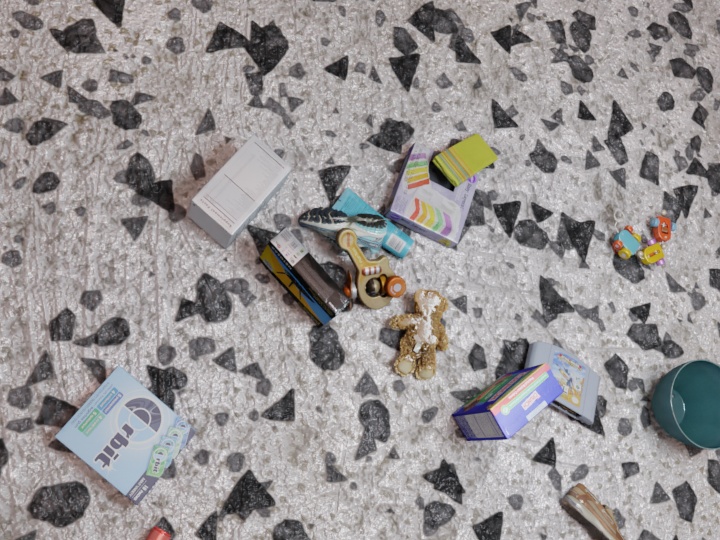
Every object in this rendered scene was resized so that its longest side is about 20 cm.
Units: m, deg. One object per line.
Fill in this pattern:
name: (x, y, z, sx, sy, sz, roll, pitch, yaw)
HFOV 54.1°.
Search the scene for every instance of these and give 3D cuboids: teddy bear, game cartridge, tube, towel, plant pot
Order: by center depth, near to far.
teddy bear: (0.133, 0.143, 1.563, 0.143, 0.067, 0.204, -4, 84, -8)
tube: (0.028, -0.102, 1.595, 0.199, 0.050, 0.078, 36, 70, -1)
game cartridge: (0.468, 0.253, 1.630, 0.198, 0.041, 0.135, 30, 62, -13)
plant pot: (0.772, 0.319, 1.670, 0.197, 0.135, 0.203, 4, 76, -16)
towel: (0.252, -0.264, 1.676, 0.086, 0.018, 0.199, 52, 47, 4)

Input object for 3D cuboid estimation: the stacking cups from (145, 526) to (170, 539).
stacking cups: (-0.419, 0.570, 1.289, 0.060, 0.060, 0.202, 29, 66, -8)

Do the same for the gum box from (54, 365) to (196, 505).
gum box: (-0.444, 0.313, 1.346, 0.199, 0.045, 0.171, 40, 69, -3)

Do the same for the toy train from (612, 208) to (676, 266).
toy train: (0.713, -0.086, 1.797, 0.197, 0.056, 0.153, 7, 73, -18)

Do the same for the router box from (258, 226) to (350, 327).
router box: (-0.118, 0.019, 1.462, 0.051, 0.149, 0.200, -42, 91, -22)

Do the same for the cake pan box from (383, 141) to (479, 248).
cake pan box: (0.171, -0.179, 1.653, 0.182, 0.052, 0.202, 27, 70, -12)

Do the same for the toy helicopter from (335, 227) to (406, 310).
toy helicopter: (0.000, 0.000, 1.519, 0.132, 0.079, 0.201, -35, 112, -7)

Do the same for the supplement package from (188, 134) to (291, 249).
supplement package: (-0.255, -0.165, 1.486, 0.113, 0.109, 0.201, 41, 69, -4)

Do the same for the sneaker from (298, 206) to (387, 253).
sneaker: (-0.043, -0.080, 1.549, 0.197, 0.087, 0.078, 10, 30, 5)

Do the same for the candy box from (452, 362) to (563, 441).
candy box: (0.309, 0.284, 1.501, 0.168, 0.200, 0.078, -32, 87, -21)

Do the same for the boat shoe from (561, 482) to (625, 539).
boat shoe: (0.541, 0.559, 1.575, 0.200, 0.076, 0.072, 46, 67, -4)
